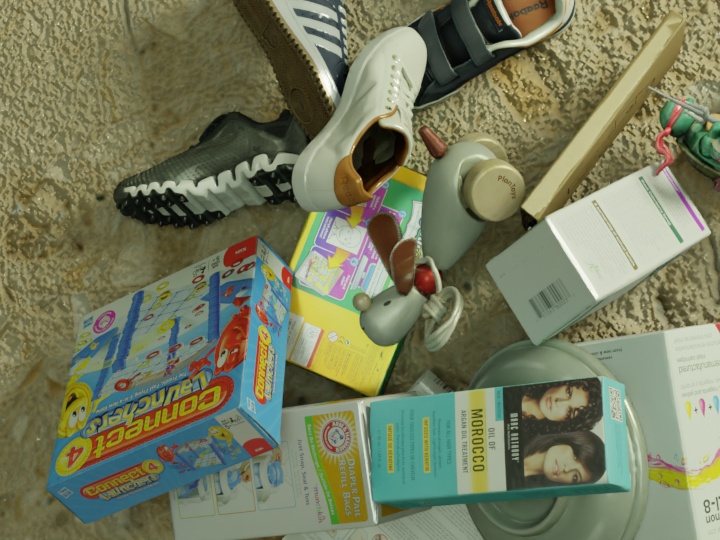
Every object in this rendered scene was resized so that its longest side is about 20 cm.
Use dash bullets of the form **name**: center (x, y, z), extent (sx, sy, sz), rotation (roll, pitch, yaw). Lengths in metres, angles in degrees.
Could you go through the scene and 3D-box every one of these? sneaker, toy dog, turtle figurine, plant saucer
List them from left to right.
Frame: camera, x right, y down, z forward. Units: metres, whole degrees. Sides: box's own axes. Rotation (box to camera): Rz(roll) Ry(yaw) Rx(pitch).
- **sneaker**: center (-0.127, -0.095, 1.470), extent (0.198, 0.067, 0.091), rotation (-11, 57, 21)
- **sneaker**: center (-0.029, -0.205, 1.438), extent (0.108, 0.070, 0.201), rotation (-24, 80, -31)
- **sneaker**: center (0.024, -0.124, 1.365), extent (0.084, 0.073, 0.201), rotation (0, 50, 39)
- **toy dog**: center (0.051, -0.039, 1.366), extent (0.096, 0.132, 0.201), rotation (33, 79, -19)
- **sneaker**: center (0.095, -0.208, 1.445), extent (0.199, 0.079, 0.079), rotation (-28, 85, 5)
- **plant saucer**: center (0.138, 0.156, 1.323), extent (0.199, 0.050, 0.203), rotation (4, 95, 45)
- **turtle figurine**: center (0.328, -0.114, 1.398), extent (0.199, 0.101, 0.150), rotation (29, 45, -1)

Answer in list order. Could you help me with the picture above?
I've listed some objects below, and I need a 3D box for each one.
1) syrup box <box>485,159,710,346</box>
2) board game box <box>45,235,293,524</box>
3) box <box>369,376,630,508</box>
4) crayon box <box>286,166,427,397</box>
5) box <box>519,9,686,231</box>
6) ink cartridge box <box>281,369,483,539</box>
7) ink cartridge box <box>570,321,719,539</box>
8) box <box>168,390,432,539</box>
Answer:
- **syrup box**: center (0.200, -0.018, 1.359), extent (0.079, 0.199, 0.082), rotation (-39, 80, 41)
- **board game box**: center (-0.157, 0.090, 1.377), extent (0.199, 0.197, 0.056), rotation (-24, 128, 22)
- **box**: center (0.105, 0.134, 1.268), extent (0.198, 0.049, 0.083), rotation (-9, 74, 27)
- **crayon box**: center (0.000, 0.000, 1.451), extent (0.118, 0.058, 0.202), rotation (22, 89, 6)
- **box**: center (0.202, -0.118, 1.384), extent (0.021, 0.163, 0.201), rotation (38, 91, 8)
- **ink cartridge box**: center (0.053, 0.215, 1.448), extent (0.161, 0.050, 0.200), rotation (42, 105, 7)
- **ink cartridge box**: center (0.248, 0.151, 1.348), extent (0.144, 0.144, 0.202), rotation (-11, 85, 45)
- **box**: center (-0.053, 0.166, 1.390), extent (0.198, 0.112, 0.103), rotation (-10, 85, 28)
